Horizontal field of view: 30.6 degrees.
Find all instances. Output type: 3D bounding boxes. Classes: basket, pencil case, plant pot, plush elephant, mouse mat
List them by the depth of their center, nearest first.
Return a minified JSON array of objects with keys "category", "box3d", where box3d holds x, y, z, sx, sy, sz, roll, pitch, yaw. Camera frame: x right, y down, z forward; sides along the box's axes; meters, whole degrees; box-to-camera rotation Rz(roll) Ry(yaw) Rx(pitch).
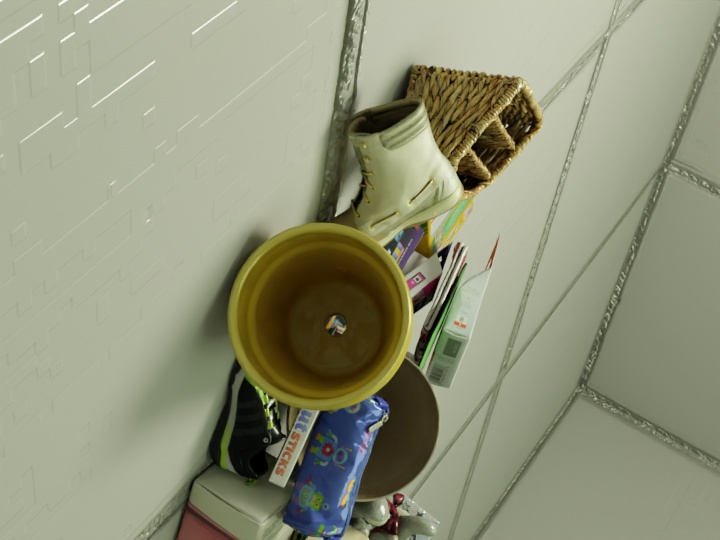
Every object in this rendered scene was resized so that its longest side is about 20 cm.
[{"category":"plant pot","box3d":[-0.037,0.058,1.489,0.202,0.200,0.189,-60,173,-3]},{"category":"pencil case","box3d":[-0.026,0.235,1.624,0.078,0.086,0.202,23,87,-54]},{"category":"basket","box3d":[0.141,-0.160,1.658,0.200,0.148,0.144,37,63,-73]},{"category":"plant pot","box3d":[-0.006,0.191,1.737,0.201,0.199,0.134,-60,-171,-2]},{"category":"plush elephant","box3d":[0.031,0.342,1.837,0.199,0.155,0.165,-28,-156,39]},{"category":"mouse mat","box3d":[0.103,0.098,1.879,0.200,0.007,0.162,-59,171,-46]}]

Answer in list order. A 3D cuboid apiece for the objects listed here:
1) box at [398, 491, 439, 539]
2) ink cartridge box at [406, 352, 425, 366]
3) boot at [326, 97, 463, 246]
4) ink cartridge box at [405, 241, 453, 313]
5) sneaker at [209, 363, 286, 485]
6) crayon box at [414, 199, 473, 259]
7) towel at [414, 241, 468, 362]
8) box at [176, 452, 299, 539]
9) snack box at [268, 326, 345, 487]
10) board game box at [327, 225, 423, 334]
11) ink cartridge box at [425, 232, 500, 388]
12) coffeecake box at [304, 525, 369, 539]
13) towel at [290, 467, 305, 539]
[{"category":"box","box3d":[-0.002,0.370,1.982,0.115,0.199,0.132,-54,-175,-24]},{"category":"ink cartridge box","box3d":[0.022,0.194,1.976,0.145,0.083,0.200,-63,172,7]},{"category":"boot","box3d":[0.008,-0.104,1.534,0.199,0.072,0.155,-27,131,2]},{"category":"ink cartridge box","box3d":[0.061,0.042,1.880,0.200,0.037,0.095,-38,163,-21]},{"category":"sneaker","box3d":[-0.118,0.172,1.600,0.072,0.082,0.201,-34,148,-56]},{"category":"crayon box","box3d":[0.110,-0.105,1.870,0.126,0.051,0.200,-53,160,-22]},{"category":"towel","box3d":[0.115,0.048,1.927,0.200,0.023,0.145,92,22,-74]},{"category":"box","box3d":[-0.162,0.345,1.697,0.128,0.108,0.201,-35,148,-56]},{"category":"snack box","box3d":[-0.060,0.167,1.621,0.072,0.024,0.201,-44,159,-88]},{"category":"board game box","box3d":[0.000,0.000,1.714,0.201,0.056,0.165,-59,161,-6]},{"category":"ink cartridge box","box3d":[0.155,0.055,1.994,0.163,0.050,0.201,104,2,-57]},{"category":"coffeecake box","box3d":[-0.081,0.438,1.760,0.154,0.073,0.201,-51,173,-42]},{"category":"towel","box3d":[-0.100,0.343,1.838,0.200,0.023,0.145,129,-22,-59]}]
